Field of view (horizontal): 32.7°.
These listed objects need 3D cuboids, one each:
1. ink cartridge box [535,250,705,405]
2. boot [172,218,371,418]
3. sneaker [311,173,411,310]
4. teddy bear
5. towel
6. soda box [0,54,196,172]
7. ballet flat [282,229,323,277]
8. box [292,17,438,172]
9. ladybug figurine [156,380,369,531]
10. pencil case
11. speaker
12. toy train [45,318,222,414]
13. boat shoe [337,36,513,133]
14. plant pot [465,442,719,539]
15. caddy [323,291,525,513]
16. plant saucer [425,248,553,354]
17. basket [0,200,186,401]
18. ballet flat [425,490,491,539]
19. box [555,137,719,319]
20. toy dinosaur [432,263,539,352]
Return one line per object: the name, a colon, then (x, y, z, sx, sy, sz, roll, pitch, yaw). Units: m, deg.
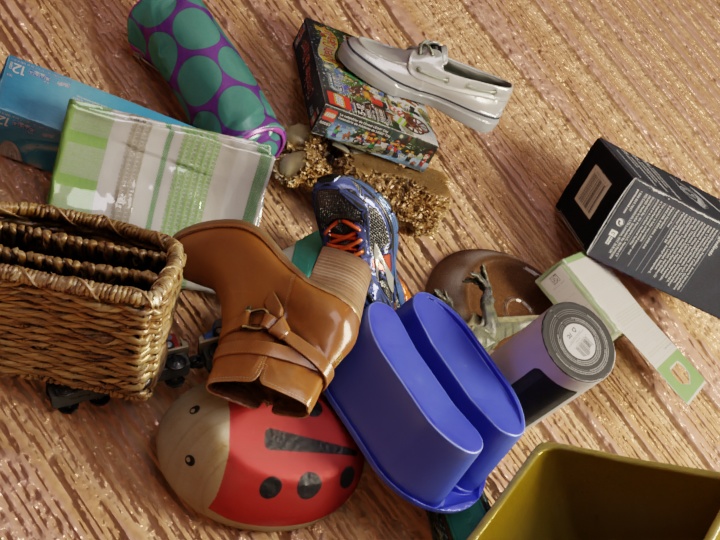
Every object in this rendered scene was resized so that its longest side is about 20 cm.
ink cartridge box: (0.287, 0.068, 1.346, 0.200, 0.048, 0.145, 53, 22, 10)
boot: (-0.100, 0.040, 1.038, 0.199, 0.074, 0.155, 8, 53, 21)
sneaker: (0.000, 0.000, 1.163, 0.079, 0.075, 0.201, -58, 135, -50)
teddy bear: (-0.004, -0.092, 1.305, 0.199, 0.067, 0.145, 9, 36, -27)
towel: (-0.184, -0.063, 1.126, 0.199, 0.031, 0.150, 12, 91, -23)
soda box: (-0.251, -0.124, 1.160, 0.199, 0.064, 0.068, 20, 50, -20)
ballet flat: (-0.073, 0.024, 1.173, 0.070, 0.068, 0.201, 16, 47, -1)
box: (0.003, -0.196, 1.353, 0.136, 0.038, 0.201, 18, 32, -22)
ladybug figurine: (-0.074, 0.153, 1.056, 0.199, 0.072, 0.137, 9, 69, -30)
pencil case: (-0.159, -0.189, 1.252, 0.201, 0.092, 0.085, 57, 13, 18)
speaker: (0.151, 0.107, 1.161, 0.081, 0.200, 0.082, 14, 57, -22)
toy train: (-0.173, 0.078, 1.060, 0.199, 0.034, 0.046, -13, 49, -22)
boat shoe: (0.075, -0.223, 1.352, 0.199, 0.067, 0.074, 20, 31, -20)
plant pot: (0.214, 0.297, 1.058, 0.194, 0.194, 0.201, -41, 127, -44)
caddy: (0.048, 0.116, 1.085, 0.141, 0.105, 0.201, -9, 58, -49)
plant saucer: (0.163, 0.054, 1.321, 0.199, 0.037, 0.202, 17, 52, -23)
basket: (-0.243, -0.004, 0.988, 0.198, 0.149, 0.143, 11, 51, -3)
ballet flat: (0.078, 0.193, 1.146, 0.074, 0.074, 0.201, 8, 54, -28)
box: (0.349, -0.050, 1.432, 0.199, 0.105, 0.148, 25, 19, -15)
toy dinosaur: (0.118, 0.047, 1.245, 0.199, 0.047, 0.088, -20, 71, -46)
